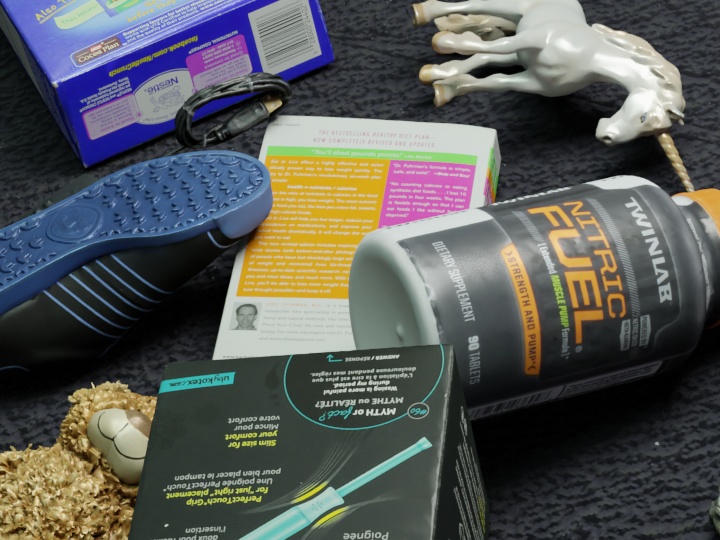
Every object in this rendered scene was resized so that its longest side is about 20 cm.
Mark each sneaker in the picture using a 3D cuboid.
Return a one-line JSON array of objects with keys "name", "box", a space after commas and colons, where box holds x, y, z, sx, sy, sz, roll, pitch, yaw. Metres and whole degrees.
[{"name": "sneaker", "box": [-0.136, 0.001, 1.598, 0.199, 0.078, 0.070, -20, 42, -3]}]

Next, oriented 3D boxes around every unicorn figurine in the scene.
[{"name": "unicorn figurine", "box": [0.105, -0.120, 1.663, 0.137, 0.074, 0.200, -5, 37, -6]}]

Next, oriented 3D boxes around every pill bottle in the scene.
[{"name": "pill bottle", "box": [0.103, 0.011, 1.491, 0.199, 0.106, 0.106, -13, 40, -23]}]

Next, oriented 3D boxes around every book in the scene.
[{"name": "book", "box": [0.000, 0.000, 1.592, 0.133, 0.048, 0.200, 0, 46, 13]}]

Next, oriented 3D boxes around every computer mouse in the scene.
[{"name": "computer mouse", "box": [-0.120, -0.045, 1.636, 0.200, 0.059, 0.034, -36, 51, 3]}]

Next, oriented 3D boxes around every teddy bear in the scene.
[{"name": "teddy bear", "box": [-0.160, 0.132, 1.478, 0.200, 0.067, 0.145, -29, 47, -15]}]

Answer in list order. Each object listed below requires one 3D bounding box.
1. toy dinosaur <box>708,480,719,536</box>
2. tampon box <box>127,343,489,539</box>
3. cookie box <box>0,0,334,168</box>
[{"name": "toy dinosaur", "box": [0.212, 0.125, 1.404, 0.199, 0.048, 0.088, -21, 50, -2]}, {"name": "tampon box", "box": [-0.025, 0.153, 1.376, 0.149, 0.126, 0.200, -3, 44, 12]}, {"name": "cookie box", "box": [-0.135, -0.174, 1.787, 0.171, 0.075, 0.200, -24, 44, -10]}]
